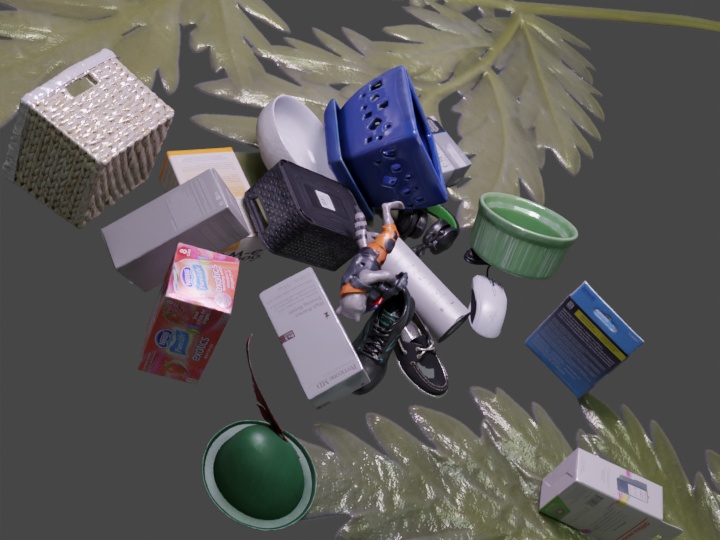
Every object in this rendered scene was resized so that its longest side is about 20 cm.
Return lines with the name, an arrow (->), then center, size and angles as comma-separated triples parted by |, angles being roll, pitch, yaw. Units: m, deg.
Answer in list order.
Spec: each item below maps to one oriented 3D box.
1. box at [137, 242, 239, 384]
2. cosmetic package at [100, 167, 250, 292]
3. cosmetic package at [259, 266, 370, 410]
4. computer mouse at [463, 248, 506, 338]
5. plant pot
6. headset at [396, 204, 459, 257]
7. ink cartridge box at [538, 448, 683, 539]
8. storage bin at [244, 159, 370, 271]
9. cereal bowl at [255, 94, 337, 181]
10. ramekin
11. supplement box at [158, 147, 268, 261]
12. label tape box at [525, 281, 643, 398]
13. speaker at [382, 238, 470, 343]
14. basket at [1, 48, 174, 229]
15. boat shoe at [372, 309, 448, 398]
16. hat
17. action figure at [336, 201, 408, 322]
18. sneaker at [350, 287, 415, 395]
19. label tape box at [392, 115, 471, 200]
box -> -0.251, 0.066, 1.287 | 0.094, 0.200, 0.103 | 17, 49, -15
cosmetic package -> -0.285, -0.059, 1.372 | 0.200, 0.107, 0.090 | -25, 64, 1
cosmetic package -> -0.074, 0.107, 1.408 | 0.101, 0.074, 0.200 | -29, 64, -2
computer mouse -> 0.247, 0.040, 1.673 | 0.109, 0.044, 0.200 | 19, 48, -14
plant pot -> 0.040, -0.226, 1.643 | 0.179, 0.200, 0.200 | -17, 49, 13
headset -> 0.131, -0.087, 1.681 | 0.123, 0.094, 0.200 | 29, 35, -4
ink cartridge box -> 0.407, 0.378, 1.434 | 0.200, 0.117, 0.067 | 26, 44, -6
storage bin -> -0.087, -0.092, 1.519 | 0.200, 0.094, 0.135 | 18, 41, -52
cereal bowl -> -0.125, -0.218, 1.637 | 0.200, 0.083, 0.200 | 43, 30, -33
ramekin -> 0.308, -0.064, 1.710 | 0.199, 0.098, 0.200 | 16, 23, -7
supplement box -> -0.251, -0.111, 1.515 | 0.126, 0.074, 0.200 | -8, 59, -33
label tape box -> 0.405, 0.116, 1.576 | 0.143, 0.200, 0.066 | 47, 47, 13
speaker -> 0.100, 0.030, 1.580 | 0.200, 0.081, 0.081 | 47, 48, 13
basket -> -0.434, -0.205, 1.418 | 0.161, 0.200, 0.198 | 41, 47, 0
boat shoe -> 0.093, 0.124, 1.514 | 0.074, 0.060, 0.200 | -12, 61, -34
hat -> -0.126, 0.241, 1.226 | 0.200, 0.176, 0.166 | 31, 46, -2
action figure -> 0.000, 0.000, 1.447 | 0.104, 0.200, 0.194 | 30, 56, -19
sneaker -> 0.026, 0.107, 1.448 | 0.075, 0.079, 0.200 | 23, 69, 11
label tape box -> 0.108, -0.230, 1.803 | 0.200, 0.066, 0.143 | -18, 64, -38
